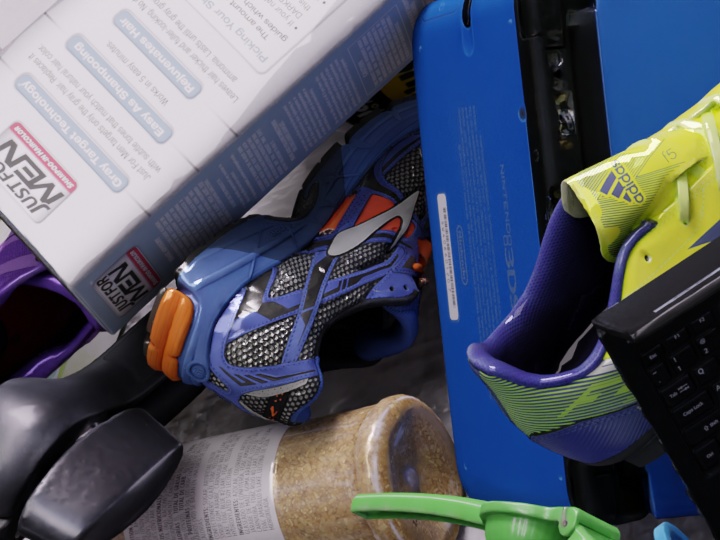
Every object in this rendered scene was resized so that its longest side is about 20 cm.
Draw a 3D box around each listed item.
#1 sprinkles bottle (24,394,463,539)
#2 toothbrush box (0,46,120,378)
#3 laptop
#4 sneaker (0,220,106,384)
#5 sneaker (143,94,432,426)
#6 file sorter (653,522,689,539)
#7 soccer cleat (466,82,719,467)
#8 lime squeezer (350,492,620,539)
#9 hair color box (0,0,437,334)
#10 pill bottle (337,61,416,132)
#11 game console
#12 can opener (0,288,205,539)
[{"bbox_3d":[-0.057,0.100,0.957,0.199,0.068,0.068,-14,52,32],"label":"sprinkles bottle"},{"bbox_3d":[-0.190,0.014,1.075,0.086,0.146,0.201,-4,57,38],"label":"toothbrush box"},{"bbox_3d":[0.172,0.012,0.707,0.177,0.200,0.103,-32,37,1],"label":"laptop"},{"bbox_3d":[-0.112,-0.009,0.991,0.200,0.081,0.083,-54,32,-9],"label":"sneaker"},{"bbox_3d":[0.000,0.000,0.958,0.078,0.075,0.200,39,54,15],"label":"sneaker"},{"bbox_3d":[0.137,0.142,0.715,0.200,0.139,0.123,-36,40,14],"label":"file sorter"},{"bbox_3d":[0.112,-0.026,0.769,0.200,0.084,0.065,-54,29,6],"label":"soccer cleat"},{"bbox_3d":[0.055,0.101,0.705,0.200,0.038,0.071,54,129,54],"label":"lime squeezer"},{"bbox_3d":[-0.064,-0.082,0.932,0.200,0.061,0.099,-42,68,-6],"label":"hair color box"},{"bbox_3d":[0.020,-0.127,1.029,0.199,0.112,0.113,-20,49,28],"label":"pill bottle"},{"bbox_3d":[0.110,-0.013,0.867,0.171,0.118,0.201,176,88,-68],"label":"game console"},{"bbox_3d":[-0.094,0.054,0.956,0.200,0.079,0.063,-45,-12,-51],"label":"can opener"}]
